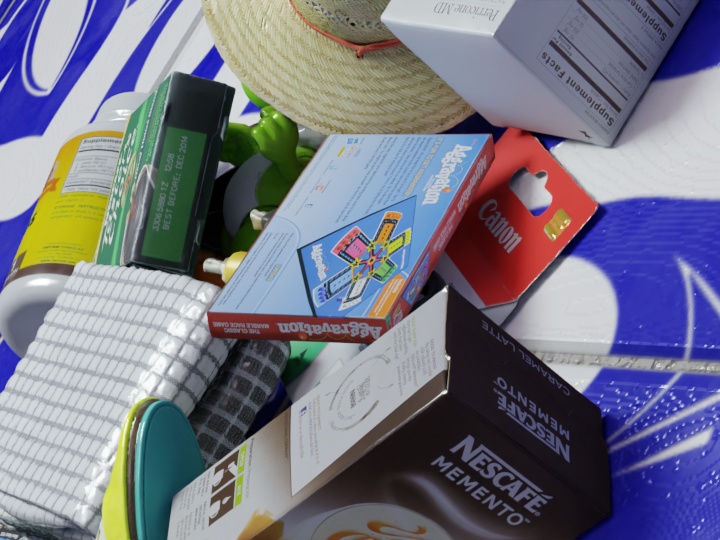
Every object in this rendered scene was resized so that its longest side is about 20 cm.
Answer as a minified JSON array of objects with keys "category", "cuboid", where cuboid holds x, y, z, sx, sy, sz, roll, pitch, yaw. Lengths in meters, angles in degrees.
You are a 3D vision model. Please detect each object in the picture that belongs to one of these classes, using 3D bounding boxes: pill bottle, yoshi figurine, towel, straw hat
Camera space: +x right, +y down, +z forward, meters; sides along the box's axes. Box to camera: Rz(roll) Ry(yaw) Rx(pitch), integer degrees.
[{"category":"pill bottle","cuboid":[-0.174,-0.027,1.772,0.109,0.109,0.200,-28,34,42]},{"category":"yoshi figurine","cuboid":[-0.058,-0.074,1.569,0.112,0.112,0.200,32,96,28]},{"category":"towel","cuboid":[-0.138,0.088,1.483,0.200,0.086,0.166,5,62,60]},{"category":"straw hat","cuboid":[0.004,-0.177,1.494,0.201,0.201,0.085,-60,-8,-16]}]

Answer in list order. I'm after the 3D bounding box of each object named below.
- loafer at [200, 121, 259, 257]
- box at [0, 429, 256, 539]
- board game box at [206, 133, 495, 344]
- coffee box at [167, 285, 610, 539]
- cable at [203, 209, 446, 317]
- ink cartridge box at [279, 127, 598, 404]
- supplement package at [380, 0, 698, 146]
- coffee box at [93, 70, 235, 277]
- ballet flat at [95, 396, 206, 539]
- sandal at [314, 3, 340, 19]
[{"category":"loafer","cuboid":[-0.045,-0.068,1.647,0.200,0.071,0.073,-42,27,23]},{"category":"box","cuboid":[-0.170,0.169,1.577,0.200,0.050,0.199,-1,56,59]},{"category":"board game box","cuboid":[-0.001,-0.021,1.409,0.103,0.019,0.200,1,31,22]},{"category":"coffee box","cuboid":[0.011,0.115,1.255,0.200,0.114,0.080,-39,27,28]},{"category":"cable","cuboid":[0.000,0.000,1.444,0.097,0.050,0.200,-29,34,-28]},{"category":"ink cartridge box","cuboid":[0.032,0.002,1.451,0.200,0.050,0.161,-51,25,8]},{"category":"supplement package","cuboid":[0.125,-0.186,1.446,0.114,0.110,0.200,15,69,54]},{"category":"coffee box","cuboid":[-0.126,-0.049,1.592,0.200,0.044,0.123,165,118,-77]},{"category":"ballet flat","cuboid":[-0.106,0.169,1.329,0.067,0.200,0.067,-17,-4,35]},{"category":"sandal","cuboid":[0.022,-0.165,1.710,0.200,0.043,0.076,2,65,49]}]
